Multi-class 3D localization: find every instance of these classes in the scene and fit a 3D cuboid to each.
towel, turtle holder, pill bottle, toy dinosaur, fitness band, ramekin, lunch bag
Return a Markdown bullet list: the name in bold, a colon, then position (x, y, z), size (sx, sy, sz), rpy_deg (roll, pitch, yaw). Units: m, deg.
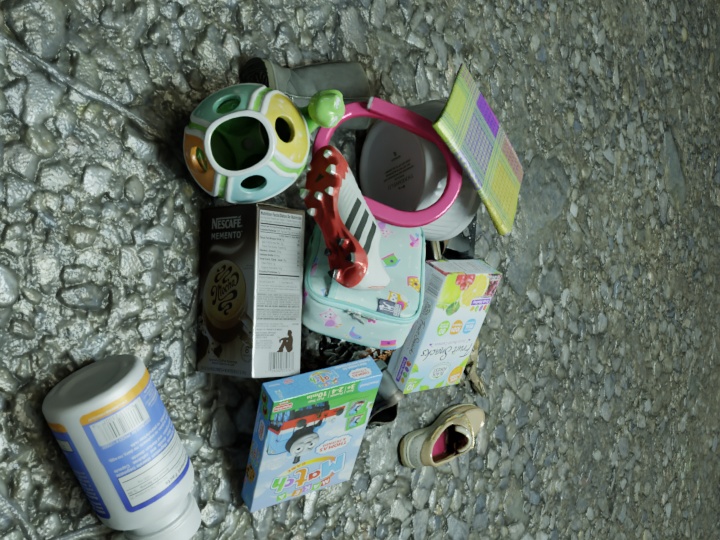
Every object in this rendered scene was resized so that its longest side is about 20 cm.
- **towel**: position (0.161, -0.155, 1.082), size (0.200, 0.023, 0.144), rpy_deg (53, 41, -30)
- **turtle holder**: position (-0.115, -0.146, 0.953), size (0.184, 0.132, 0.142), rpy_deg (6, 97, -3)
- **pill bottle**: position (-0.245, 0.201, 0.875), size (0.112, 0.111, 0.201), rpy_deg (-37, 116, -40)
- **toy dinosaur**: position (-0.037, 0.122, 1.090), size (0.200, 0.102, 0.136), rpy_deg (-38, 147, -35)
- **toy dinosaur**: position (0.182, 0.123, 1.384), size (0.101, 0.058, 0.202), rpy_deg (-21, 113, -60)
- **fitness band**: position (0.035, -0.138, 1.058), size (0.199, 0.037, 0.145), rpy_deg (23, 85, -2)
- **ramekin**: position (0.080, -0.143, 1.172), size (0.094, 0.202, 0.204), rpy_deg (-4, 92, -35)
- **lunch bag**: position (0.000, 0.000, 1.053), size (0.159, 0.077, 0.201), rpy_deg (18, 45, -10)

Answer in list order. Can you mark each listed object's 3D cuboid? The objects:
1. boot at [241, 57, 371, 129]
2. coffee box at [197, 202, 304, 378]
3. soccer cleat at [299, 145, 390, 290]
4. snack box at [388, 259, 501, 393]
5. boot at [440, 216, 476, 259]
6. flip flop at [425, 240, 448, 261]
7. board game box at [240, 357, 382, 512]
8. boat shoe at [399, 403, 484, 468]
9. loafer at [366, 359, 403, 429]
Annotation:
- **boot**: position (-0.065, -0.202, 1.113), size (0.199, 0.072, 0.184), rpy_deg (-6, 96, -53)
- **coffee box**: position (-0.134, 0.024, 0.994), size (0.079, 0.112, 0.202), rpy_deg (4, 86, -46)
- **soccer cleat**: position (-0.016, -0.062, 0.996), size (0.085, 0.068, 0.201), rpy_deg (19, 45, -47)
- **snack box**: position (0.127, 0.084, 1.258), size (0.141, 0.053, 0.201), rpy_deg (0, 117, -45)
- **boot**: position (0.141, -0.129, 1.331), size (0.164, 0.065, 0.202), rpy_deg (18, 81, -43)
- **flip flop**: position (0.106, -0.062, 1.275), size (0.057, 0.081, 0.202), rpy_deg (-3, 86, -34)
- **board game box**: position (-0.063, 0.206, 1.023), size (0.150, 0.037, 0.201), rpy_deg (-10, 133, -31)
- **boat shoe**: position (0.149, 0.271, 1.323), size (0.199, 0.069, 0.074), rpy_deg (-20, 104, -45)
- **loafer**: position (0.024, 0.189, 1.123), size (0.072, 0.063, 0.200), rpy_deg (-40, 160, -18)
